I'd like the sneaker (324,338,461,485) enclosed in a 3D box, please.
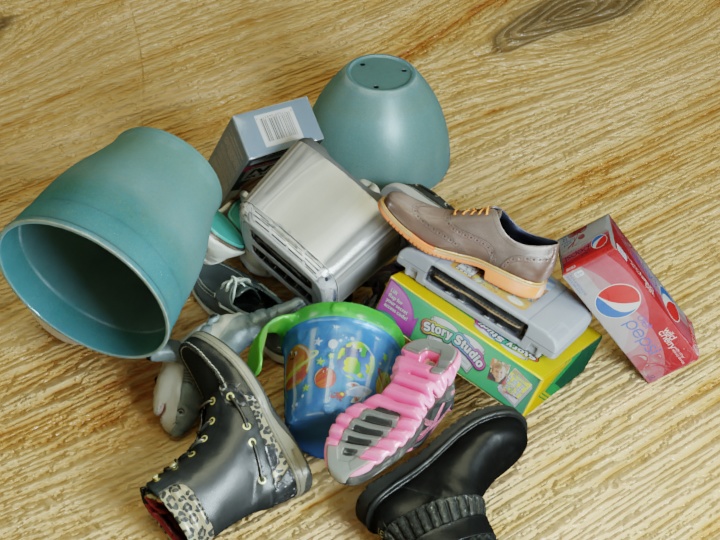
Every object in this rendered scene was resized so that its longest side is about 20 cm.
[{"bbox_3d":[0.038,0.158,1.407,0.079,0.095,0.200,22,46,29],"label":"sneaker"}]

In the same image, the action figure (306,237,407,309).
[{"bbox_3d":[0.000,0.000,1.665,0.200,0.069,0.130,-29,62,-26],"label":"action figure"}]

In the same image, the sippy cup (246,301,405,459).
[{"bbox_3d":[-0.024,0.123,1.479,0.178,0.140,0.130,-1,51,9],"label":"sippy cup"}]

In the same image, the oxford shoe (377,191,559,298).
[{"bbox_3d":[0.116,-0.046,1.497,0.200,0.073,0.071,25,27,2],"label":"oxford shoe"}]

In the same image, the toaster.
[{"bbox_3d":[-0.044,-0.044,1.592,0.200,0.114,0.129,40,71,16],"label":"toaster"}]

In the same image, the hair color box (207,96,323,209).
[{"bbox_3d":[-0.125,-0.135,1.716,0.099,0.200,0.061,-18,79,-23],"label":"hair color box"}]

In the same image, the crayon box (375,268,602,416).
[{"bbox_3d":[0.142,0.061,1.547,0.200,0.058,0.173,34,29,20],"label":"crayon box"}]

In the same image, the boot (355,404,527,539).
[{"bbox_3d":[0.117,0.236,1.378,0.211,0.079,0.158,-33,45,-18],"label":"boot"}]

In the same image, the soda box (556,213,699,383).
[{"bbox_3d":[0.295,0.034,1.546,0.070,0.200,0.063,-29,34,22],"label":"soda box"}]

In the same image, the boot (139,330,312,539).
[{"bbox_3d":[-0.161,0.171,1.414,0.154,0.073,0.204,-29,75,-29],"label":"boot"}]

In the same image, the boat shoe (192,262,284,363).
[{"bbox_3d":[-0.128,0.031,1.623,0.073,0.062,0.200,-30,49,-29],"label":"boat shoe"}]

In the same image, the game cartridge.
[{"bbox_3d":[0.150,0.017,1.530,0.200,0.042,0.133,32,33,16],"label":"game cartridge"}]

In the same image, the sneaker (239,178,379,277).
[{"bbox_3d":[-0.059,-0.054,1.716,0.200,0.081,0.075,-23,49,-26],"label":"sneaker"}]

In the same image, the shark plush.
[{"bbox_3d":[-0.145,0.097,1.532,0.200,0.091,0.083,-31,67,-27],"label":"shark plush"}]

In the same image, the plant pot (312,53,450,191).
[{"bbox_3d":[0.024,-0.204,1.854,0.200,0.135,0.200,2,41,-2],"label":"plant pot"}]

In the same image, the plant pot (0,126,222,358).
[{"bbox_3d":[-0.245,-0.044,1.474,0.200,0.200,0.188,17,53,16],"label":"plant pot"}]

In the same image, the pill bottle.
[{"bbox_3d":[-0.287,-0.013,1.621,0.113,0.113,0.200,21,47,20],"label":"pill bottle"}]

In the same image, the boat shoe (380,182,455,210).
[{"bbox_3d":[0.107,-0.050,1.730,0.057,0.069,0.200,-16,47,-43],"label":"boat shoe"}]

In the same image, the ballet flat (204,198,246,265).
[{"bbox_3d":[-0.167,-0.038,1.657,0.069,0.069,0.200,9,12,7],"label":"ballet flat"}]
